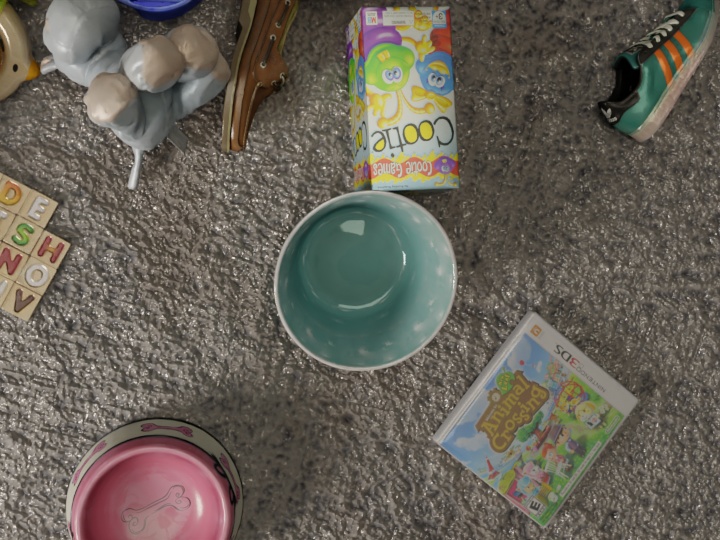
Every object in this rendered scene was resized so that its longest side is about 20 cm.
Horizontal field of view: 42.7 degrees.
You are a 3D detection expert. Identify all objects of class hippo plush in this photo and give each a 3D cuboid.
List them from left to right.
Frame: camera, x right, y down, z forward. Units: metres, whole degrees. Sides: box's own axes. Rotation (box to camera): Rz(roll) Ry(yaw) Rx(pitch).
[{"bbox_3d":[-0.243,-0.223,0.972,0.159,0.200,0.161,-38,79,-12],"label":"hippo plush"}]

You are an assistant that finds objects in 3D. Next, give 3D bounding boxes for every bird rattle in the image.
[{"bbox_3d":[-0.428,-0.248,0.963,0.200,0.113,0.163,-26,114,-7],"label":"bird rattle"}]

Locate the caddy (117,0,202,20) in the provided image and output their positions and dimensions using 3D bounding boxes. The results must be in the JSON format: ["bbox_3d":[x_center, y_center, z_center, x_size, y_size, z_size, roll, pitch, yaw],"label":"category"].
[{"bbox_3d":[-0.202,-0.364,0.995,0.200,0.105,0.141,-42,97,-7],"label":"caddy"}]

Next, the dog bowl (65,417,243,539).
[{"bbox_3d":[-0.228,0.268,1.021,0.200,0.074,0.201,0,91,-10],"label":"dog bowl"}]

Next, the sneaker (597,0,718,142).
[{"bbox_3d":[0.362,-0.262,1.121,0.080,0.071,0.200,29,87,-14],"label":"sneaker"}]

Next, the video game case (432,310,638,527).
[{"bbox_3d":[0.217,0.182,1.128,0.182,0.022,0.200,39,84,-9],"label":"video game case"}]

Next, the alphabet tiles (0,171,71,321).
[{"bbox_3d":[-0.432,-0.034,1.010,0.200,0.008,0.167,29,86,-9],"label":"alphabet tiles"}]

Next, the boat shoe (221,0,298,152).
[{"bbox_3d":[-0.112,-0.227,1.033,0.068,0.072,0.201,10,90,-11],"label":"boat shoe"}]

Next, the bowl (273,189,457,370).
[{"bbox_3d":[0.000,0.000,1.030,0.200,0.105,0.201,-2,106,-8],"label":"bowl"}]

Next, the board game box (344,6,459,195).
[{"bbox_3d":[0.046,-0.187,1.047,0.105,0.103,0.201,-4,92,-10],"label":"board game box"}]
